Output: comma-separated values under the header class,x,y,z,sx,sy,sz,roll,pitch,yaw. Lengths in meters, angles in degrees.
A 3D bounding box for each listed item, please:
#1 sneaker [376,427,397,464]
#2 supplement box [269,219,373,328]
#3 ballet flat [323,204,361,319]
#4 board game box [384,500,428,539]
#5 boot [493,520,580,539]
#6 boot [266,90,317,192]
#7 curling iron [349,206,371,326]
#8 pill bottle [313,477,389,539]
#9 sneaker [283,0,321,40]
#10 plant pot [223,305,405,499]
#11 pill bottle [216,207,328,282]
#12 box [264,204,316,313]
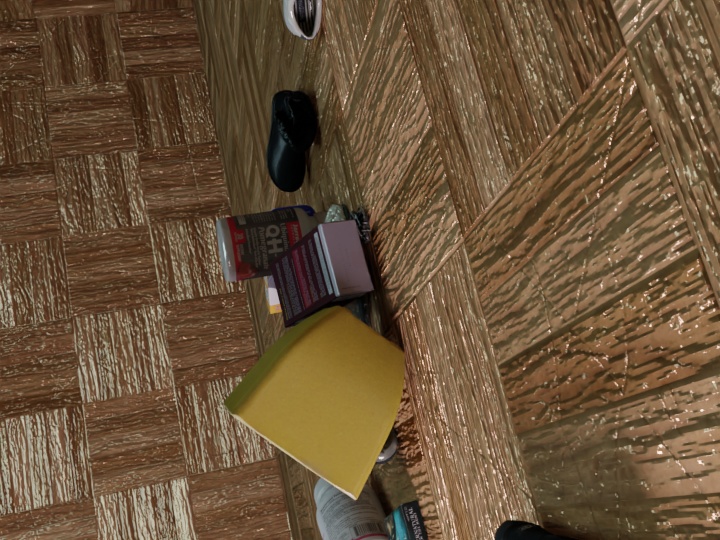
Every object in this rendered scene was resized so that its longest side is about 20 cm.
class,x,y,z,sx,sy,sz,roll,pitch,yaw
sneaker,0.010,0.272,1.234,0.199,0.076,0.114,12,134,58
supplement box,-0.063,0.009,1.177,0.200,0.061,0.109,-30,72,57
ballet flat,-0.039,-0.013,1.255,0.072,0.072,0.201,127,134,-71
board game box,0.082,0.443,1.128,0.135,0.028,0.201,110,149,-61
boot,0.172,0.288,0.606,0.200,0.065,0.165,153,105,-71
boot,-0.127,-0.231,1.443,0.168,0.076,0.201,-127,37,-70
curling iron,0.000,0.000,1.180,0.050,0.025,0.201,-119,24,-59
pill bottle,-0.010,0.427,1.312,0.200,0.113,0.114,-124,29,-62
sneaker,-0.088,-0.448,1.191,0.071,0.073,0.200,51,157,47
plant pot,-0.047,0.162,1.082,0.195,0.200,0.194,37,168,-7
pill bottle,-0.142,-0.049,1.362,0.111,0.199,0.111,170,90,-76
box,-0.122,-0.022,1.467,0.041,0.119,0.201,-122,26,-57
